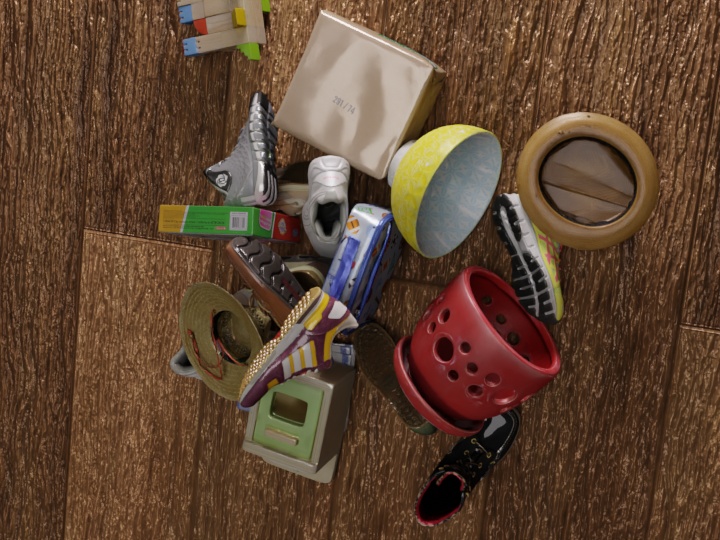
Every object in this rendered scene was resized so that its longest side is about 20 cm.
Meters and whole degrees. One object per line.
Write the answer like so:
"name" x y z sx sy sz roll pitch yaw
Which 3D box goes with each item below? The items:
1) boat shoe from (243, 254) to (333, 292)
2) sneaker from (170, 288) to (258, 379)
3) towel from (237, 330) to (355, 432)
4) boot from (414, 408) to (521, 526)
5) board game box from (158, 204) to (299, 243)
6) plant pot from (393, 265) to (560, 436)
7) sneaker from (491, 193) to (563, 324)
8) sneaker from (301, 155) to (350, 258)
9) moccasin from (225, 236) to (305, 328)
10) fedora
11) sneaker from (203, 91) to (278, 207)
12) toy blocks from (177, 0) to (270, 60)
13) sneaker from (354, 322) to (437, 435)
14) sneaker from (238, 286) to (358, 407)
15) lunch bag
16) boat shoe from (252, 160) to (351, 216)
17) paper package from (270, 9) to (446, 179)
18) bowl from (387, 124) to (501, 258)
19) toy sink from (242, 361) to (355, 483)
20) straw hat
"boat shoe" -0.109 0.013 1.605 0.199 0.065 0.074 1 122 49
"sneaker" -0.229 0.108 1.630 0.078 0.099 0.200 51 118 24
"towel" -0.105 0.175 1.667 0.197 0.024 0.149 9 102 18
"boot" 0.158 0.291 1.534 0.073 0.150 0.200 45 107 7
"board game box" -0.195 -0.069 1.569 0.151 0.200 0.041 3 89 16
"plant pot" 0.162 0.124 1.494 0.201 0.200 0.182 48 116 6
"sneaker" 0.265 -0.023 1.496 0.078 0.089 0.203 -19 87 60
"sneaker" -0.052 -0.072 1.540 0.077 0.201 0.100 -1 52 1
"moccasin" -0.122 0.037 1.476 0.201 0.074 0.077 45 127 -15
"fedora" 0.322 -0.127 1.465 0.198 0.082 0.204 1 96 14
"sneaker" -0.190 -0.182 1.582 0.114 0.075 0.202 -13 58 15
"toy blocks" -0.225 -0.419 1.601 0.135 0.100 0.203 -4 96 28
"sneaker" 0.059 0.176 1.591 0.067 0.090 0.201 -36 55 4
"sneaker" -0.087 0.124 1.418 0.090 0.075 0.201 36 102 -12
"lunch bag" 0.000 0.000 1.540 0.075 0.160 0.202 22 102 13
"boat shoe" -0.106 -0.123 1.611 0.197 0.073 0.066 -4 125 14
"paper package" -0.001 -0.259 1.539 0.198 0.103 0.192 29 104 12
"bowl" 0.104 -0.130 1.490 0.107 0.199 0.202 32 105 30
"toy sink" -0.101 0.240 1.604 0.129 0.112 0.203 17 105 16
"straw hat" -0.181 0.092 1.543 0.200 0.085 0.204 22 125 36
